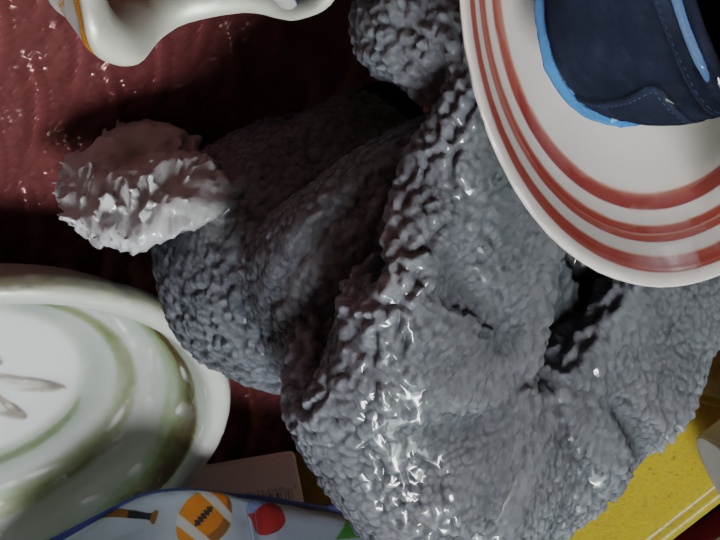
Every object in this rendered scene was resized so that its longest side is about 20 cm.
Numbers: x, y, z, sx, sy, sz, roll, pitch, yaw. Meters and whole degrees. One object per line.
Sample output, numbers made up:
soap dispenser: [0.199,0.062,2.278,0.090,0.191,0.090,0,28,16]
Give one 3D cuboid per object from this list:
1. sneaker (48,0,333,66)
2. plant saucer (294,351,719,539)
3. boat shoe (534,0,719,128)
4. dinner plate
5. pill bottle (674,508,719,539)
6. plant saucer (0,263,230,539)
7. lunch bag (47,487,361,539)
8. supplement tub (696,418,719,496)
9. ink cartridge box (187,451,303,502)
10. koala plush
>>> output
sneaker: [-0.008,-0.127,0.803,0.199,0.080,0.078,-30,144,15]
plant saucer: [0.095,0.073,1.163,0.199,0.049,0.200,15,134,-39]
boat shoe: [0.087,-0.141,0.749,0.084,0.068,0.202,-24,112,-39]
dinner plate: [0.093,-0.096,0.823,0.199,0.202,0.024,20,171,-43]
pill bottle: [0.217,0.146,1.263,0.199,0.114,0.113,-34,143,23]
plant saucer: [-0.149,0.050,1.012,0.199,0.050,0.201,-12,145,-9]
lunch bag: [-0.054,0.157,1.097,0.160,0.076,0.199,-31,144,31]
supplement tub: [0.249,0.058,1.087,0.199,0.145,0.145,-35,146,-3]
ink cartridge box: [-0.071,0.146,1.180,0.099,0.039,0.200,-10,150,-5]
koala plush: [0.000,0.000,0.905,0.199,0.185,0.177,11,164,47]
